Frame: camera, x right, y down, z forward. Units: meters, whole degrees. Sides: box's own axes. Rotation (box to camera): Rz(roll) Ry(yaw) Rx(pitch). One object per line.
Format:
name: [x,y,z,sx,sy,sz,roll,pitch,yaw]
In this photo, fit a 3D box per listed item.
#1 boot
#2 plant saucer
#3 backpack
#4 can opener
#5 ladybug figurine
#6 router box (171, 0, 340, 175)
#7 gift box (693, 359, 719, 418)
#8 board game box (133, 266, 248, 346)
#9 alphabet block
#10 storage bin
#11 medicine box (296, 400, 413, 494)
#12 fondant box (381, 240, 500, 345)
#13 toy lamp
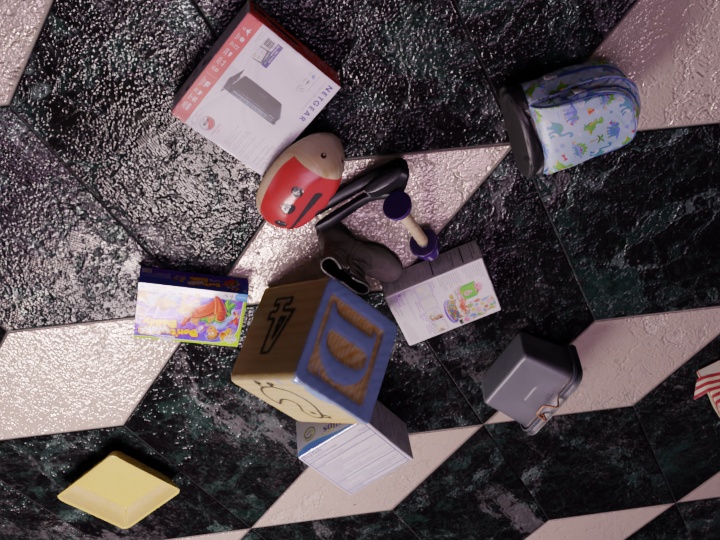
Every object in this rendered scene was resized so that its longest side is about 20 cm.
boot: [0.000,0.000,1.352,0.198,0.132,0.068,29,120,-29]
plant saucer: [-0.543,0.486,1.719,0.199,0.049,0.199,-36,127,19]
backpack: [0.343,-0.247,1.214,0.197,0.154,0.165,-25,124,-5]
can opener: [-0.003,-0.132,1.294,0.197,0.065,0.078,-24,156,23]
ladybug figurine: [-0.094,-0.135,1.241,0.134,0.073,0.201,-1,142,-43]
router box: [-0.158,-0.271,1.156,0.178,0.049,0.200,32,118,-30]
gift box: [0.871,0.296,1.708,0.198,0.186,0.187,-32,130,9]
board game box: [-0.315,0.070,1.414,0.195,0.045,0.136,7,128,-15]
alphabet block: [-0.082,0.148,1.374,0.195,0.199,0.198,38,150,-31]
storage bin: [0.353,0.237,1.612,0.132,0.147,0.202,23,123,-14]
medicine box: [-0.013,0.375,1.678,0.181,0.104,0.200,-33,127,18]
fondant box: [0.156,0.046,1.465,0.196,0.059,0.145,-21,130,10]
toy lamp: [0.094,-0.071,1.327,0.057,0.059,0.200,-25,149,12]
